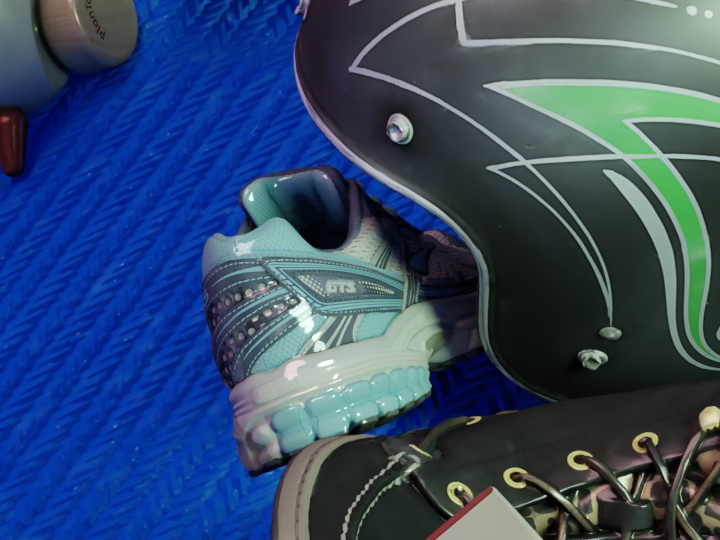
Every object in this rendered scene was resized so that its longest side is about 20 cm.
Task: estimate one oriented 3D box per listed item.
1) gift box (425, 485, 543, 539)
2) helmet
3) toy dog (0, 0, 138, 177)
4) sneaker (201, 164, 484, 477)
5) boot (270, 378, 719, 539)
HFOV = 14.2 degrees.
[{"bbox_3d":[0.022,0.189,0.737,0.200,0.185,0.187,-34,39,-7],"label":"gift box"},{"bbox_3d":[0.085,-0.071,0.960,0.199,0.191,0.200,-18,36,14],"label":"helmet"},{"bbox_3d":[-0.187,-0.109,1.236,0.132,0.199,0.097,-33,47,43],"label":"toy dog"},{"bbox_3d":[0.000,0.000,0.986,0.077,0.087,0.200,-21,5,17],"label":"sneaker"},{"bbox_3d":[0.067,0.074,0.864,0.150,0.074,0.200,-11,-1,20],"label":"boot"}]
